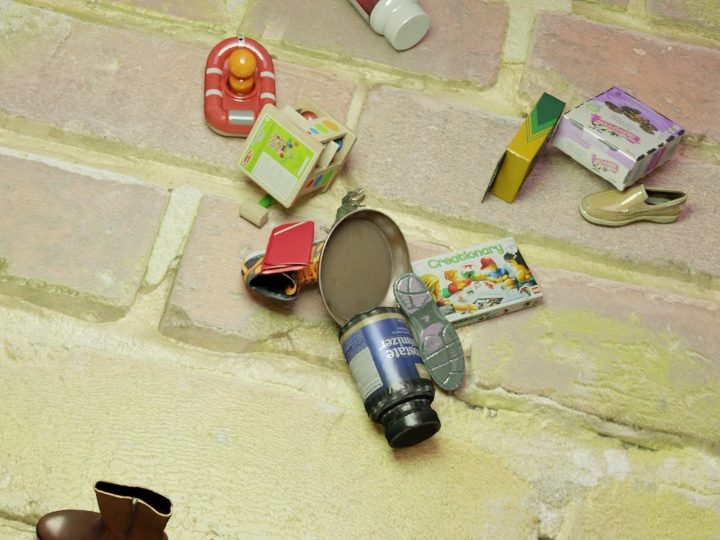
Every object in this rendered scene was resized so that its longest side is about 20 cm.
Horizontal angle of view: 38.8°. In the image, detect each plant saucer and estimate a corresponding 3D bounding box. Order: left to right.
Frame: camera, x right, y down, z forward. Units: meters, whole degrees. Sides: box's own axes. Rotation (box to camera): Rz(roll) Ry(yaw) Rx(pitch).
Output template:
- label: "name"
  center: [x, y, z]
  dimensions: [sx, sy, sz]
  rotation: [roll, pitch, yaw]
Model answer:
- label: "plant saucer"
  center: [0.000, 0.000, 1.652]
  dimensions: [0.034, 0.201, 0.200]
  rotation: [4, 42, 46]

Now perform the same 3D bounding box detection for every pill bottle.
- label: "pill bottle"
  center: [0.045, -0.537, 2.021]
  dimensions: [0.109, 0.110, 0.200]
  rotation: [-26, 66, -24]
- label: "pill bottle"
  center: [0.048, 0.165, 1.571]
  dimensions: [0.112, 0.112, 0.200]
  rotation: [-13, 61, -18]

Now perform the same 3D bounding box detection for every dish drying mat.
- label: "dish drying mat"
  center: [-0.114, -0.039, 1.635]
  dimensions: [0.077, 0.018, 0.200]
  rotation: [-7, 20, 3]

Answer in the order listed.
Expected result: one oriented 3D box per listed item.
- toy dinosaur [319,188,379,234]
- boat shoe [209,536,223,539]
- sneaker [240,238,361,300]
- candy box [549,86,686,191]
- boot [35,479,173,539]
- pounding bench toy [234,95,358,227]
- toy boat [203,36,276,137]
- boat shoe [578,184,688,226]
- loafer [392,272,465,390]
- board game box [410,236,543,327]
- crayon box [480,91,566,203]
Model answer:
- label: "toy dinosaur"
  center: [-0.010, -0.079, 1.732]
  dimensions: [0.088, 0.048, 0.200]
  rotation: [29, 26, 1]
- label: "boat shoe"
  center: [-0.170, 0.449, 1.368]
  dimensions: [0.062, 0.071, 0.200]
  rotation: [-20, 57, -36]
- label: "sneaker"
  center: [-0.090, 0.006, 1.642]
  dimensions: [0.199, 0.078, 0.112]
  rotation: [-11, 21, -6]
- label: "candy box"
  center: [0.480, -0.249, 1.905]
  dimensions: [0.168, 0.072, 0.200]
  rotation: [38, 45, 23]
- label: "boot"
  center: [-0.340, 0.328, 1.339]
  dimensions: [0.188, 0.200, 0.069]
  rotation: [19, 56, 2]
- label: "pounding bench toy"
  center: [-0.121, -0.179, 1.761]
  dimensions: [0.124, 0.200, 0.156]
  rotation: [38, 28, 12]
- label: "toy boat"
  center: [-0.214, -0.345, 1.836]
  dimensions: [0.130, 0.131, 0.201]
  rotation: [1, 58, -10]
- label: "boat shoe"
  center: [0.499, -0.130, 1.865]
  dimensions: [0.199, 0.076, 0.072]
  rotation: [-5, 60, -13]
- label: "loafer"
  center: [0.110, 0.099, 1.650]
  dimensions: [0.072, 0.063, 0.201]
  rotation: [-23, 85, -12]
- label: "board game box"
  center: [0.194, 0.022, 1.735]
  dimensions: [0.199, 0.035, 0.127]
  rotation: [-15, 61, -19]
- label: "crayon box"
  center: [0.295, -0.212, 1.850]
  dimensions: [0.051, 0.126, 0.200]
  rotation: [30, 58, 9]
